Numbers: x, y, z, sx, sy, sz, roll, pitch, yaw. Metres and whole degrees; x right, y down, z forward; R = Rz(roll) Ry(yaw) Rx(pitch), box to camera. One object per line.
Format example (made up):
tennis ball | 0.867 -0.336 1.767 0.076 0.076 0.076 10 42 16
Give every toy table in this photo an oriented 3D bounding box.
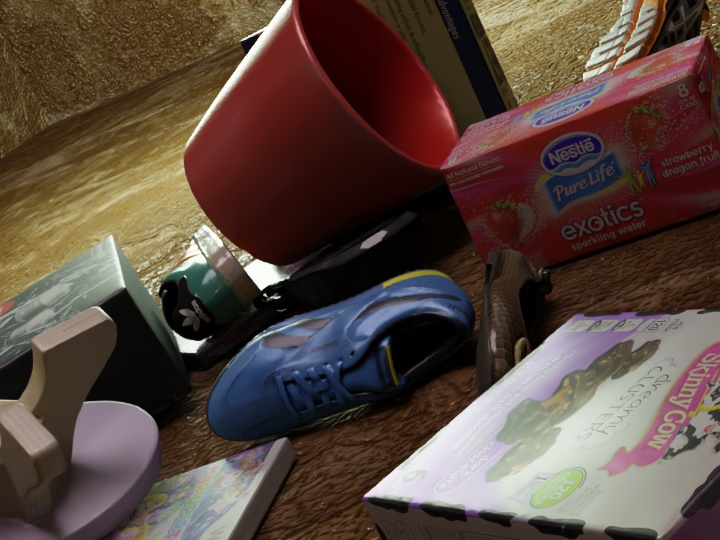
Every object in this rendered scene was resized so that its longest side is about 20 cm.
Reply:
toy table | -0.228 0.109 0.987 0.183 0.118 0.200 24 46 35

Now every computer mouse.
computer mouse | 0.000 0.000 1.255 0.138 0.053 0.200 -32 5 -20

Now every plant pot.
plant pot | -0.042 -0.111 1.308 0.177 0.201 0.201 -40 8 27

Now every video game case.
video game case | -0.103 0.027 1.395 0.200 0.019 0.142 -35 17 -30
video game case | -0.146 0.175 0.982 0.199 0.018 0.143 -21 16 22

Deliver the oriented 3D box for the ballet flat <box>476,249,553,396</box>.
ballet flat | 0.097 0.033 0.966 0.046 0.068 0.200 6 17 5

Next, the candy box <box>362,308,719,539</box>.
candy box | 0.126 0.088 0.690 0.167 0.072 0.199 -37 17 -30

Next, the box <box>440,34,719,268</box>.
box | 0.170 -0.078 1.108 0.199 0.100 0.096 -19 17 28

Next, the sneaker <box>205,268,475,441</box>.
sneaker | -0.016 0.064 1.033 0.199 0.066 0.079 -26 19 6

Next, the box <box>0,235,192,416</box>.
box | -0.248 0.079 1.273 0.181 0.105 0.200 -32 18 -4

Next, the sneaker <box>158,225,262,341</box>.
sneaker | -0.140 0.014 1.329 0.080 0.072 0.200 -39 9 -5

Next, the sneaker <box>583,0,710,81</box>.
sneaker | 0.271 -0.207 1.418 0.078 0.077 0.201 -15 37 52

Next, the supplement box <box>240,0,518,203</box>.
supplement box | 0.028 -0.170 1.442 0.199 0.201 0.134 -23 8 12
